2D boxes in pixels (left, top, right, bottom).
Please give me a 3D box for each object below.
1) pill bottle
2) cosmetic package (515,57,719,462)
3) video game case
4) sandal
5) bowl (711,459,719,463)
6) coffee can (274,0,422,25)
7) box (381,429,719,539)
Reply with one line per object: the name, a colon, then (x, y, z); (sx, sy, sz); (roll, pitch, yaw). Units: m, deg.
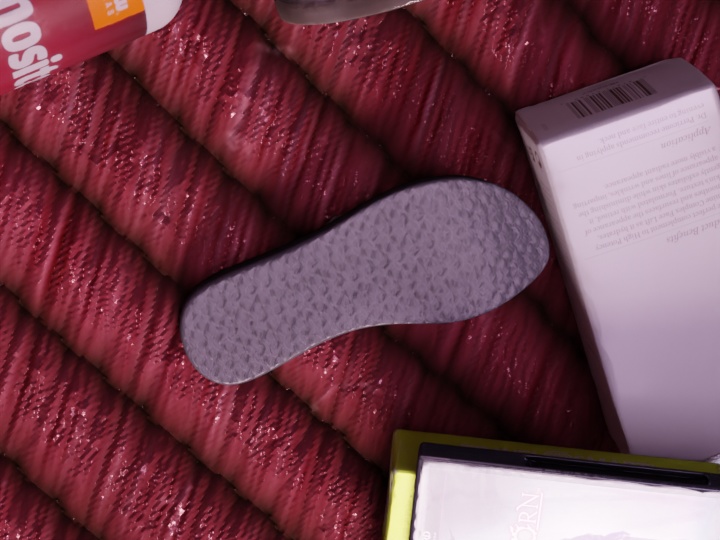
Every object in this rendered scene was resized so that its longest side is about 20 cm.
pill bottle: (-0.155, -0.149, 1.008); (0.199, 0.113, 0.114); (-24, 109, -10)
cosmetic package: (0.160, -0.001, 1.154); (0.101, 0.074, 0.201); (-17, 109, -1)
video game case: (0.122, 0.162, 1.116); (0.198, 0.019, 0.144); (6, 118, 1)
sandal: (-0.001, -0.001, 1.134); (0.199, 0.043, 0.077); (-16, 100, -3)
bowl: (0.285, 0.162, 1.190); (0.105, 0.200, 0.202); (23, 96, -41)
coffee can: (-0.003, -0.235, 1.014); (0.145, 0.146, 0.201); (-23, 109, -10)
box: (0.109, 0.154, 1.149); (0.198, 0.048, 0.123); (7, 119, 0)
